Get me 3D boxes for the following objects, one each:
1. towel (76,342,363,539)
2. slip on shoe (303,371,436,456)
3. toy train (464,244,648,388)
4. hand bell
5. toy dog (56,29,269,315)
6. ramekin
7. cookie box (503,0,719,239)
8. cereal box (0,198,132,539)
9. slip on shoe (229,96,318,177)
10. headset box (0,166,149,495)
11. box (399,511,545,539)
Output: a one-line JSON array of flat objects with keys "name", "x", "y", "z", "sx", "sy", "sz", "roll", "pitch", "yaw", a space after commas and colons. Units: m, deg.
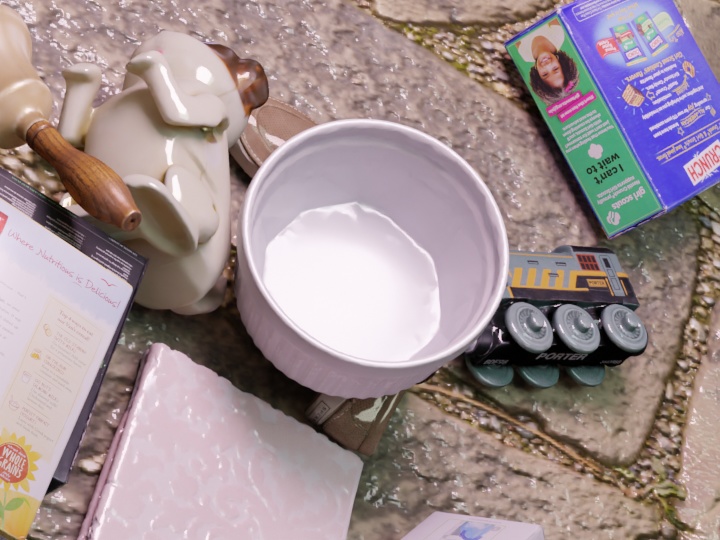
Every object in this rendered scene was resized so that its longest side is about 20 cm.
[{"name": "towel", "x": -0.098, "y": 0.173, "z": 1.473, "sx": 0.200, "sy": 0.032, "sz": 0.191, "roll": 33, "pitch": 51, "yaw": -24}, {"name": "slip on shoe", "x": 0.034, "y": 0.061, "z": 1.601, "sx": 0.061, "sy": 0.076, "sz": 0.200, "roll": 40, "pitch": 51, "yaw": 1}, {"name": "toy train", "x": 0.151, "y": 0.034, "z": 1.718, "sx": 0.200, "sy": 0.085, "sz": 0.114, "roll": 2, "pitch": 56, "yaw": -37}, {"name": "hand bell", "x": -0.210, "y": -0.088, "z": 1.394, "sx": 0.104, "sy": 0.104, "sz": 0.200, "roll": -15, "pitch": 44, "yaw": -43}, {"name": "toy dog", "x": -0.134, "y": -0.085, "z": 1.502, "sx": 0.194, "sy": 0.139, "sz": 0.200, "roll": 39, "pitch": 48, "yaw": -33}, {"name": "ramekin", "x": 0.000, "y": 0.000, "z": 1.519, "sx": 0.200, "sy": 0.105, "sz": 0.200, "roll": 6, "pitch": 63, "yaw": -12}, {"name": "cookie box", "x": 0.246, "y": -0.152, "z": 1.865, "sx": 0.171, "sy": 0.075, "sz": 0.200, "roll": -27, "pitch": 87, "yaw": -46}, {"name": "cereal box", "x": -0.238, "y": 0.055, "z": 1.284, "sx": 0.144, "sy": 0.040, "sz": 0.200, "roll": 36, "pitch": 52, "yaw": -21}, {"name": "slip on shoe", "x": -0.019, "y": -0.075, "z": 1.630, "sx": 0.200, "sy": 0.061, "sz": 0.076, "roll": 41, "pitch": 49, "yaw": -16}, {"name": "headset box", "x": -0.258, "y": 0.043, "z": 1.363, "sx": 0.174, "sy": 0.093, "sz": 0.200, "roll": 32, "pitch": 52, "yaw": -24}, {"name": "box", "x": 0.046, "y": 0.270, "z": 1.471, "sx": 0.200, "sy": 0.101, "sz": 0.113, "roll": -32, "pitch": 115, "yaw": -44}]
